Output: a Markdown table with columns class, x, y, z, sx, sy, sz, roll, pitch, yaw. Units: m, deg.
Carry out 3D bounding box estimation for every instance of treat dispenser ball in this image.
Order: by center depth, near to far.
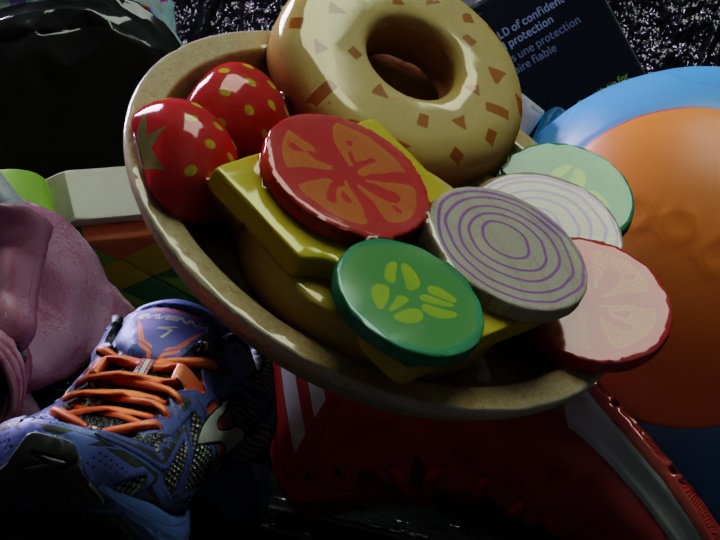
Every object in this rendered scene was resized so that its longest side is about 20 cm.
| class | x | y | z | sx | sy | sz | roll | pitch | yaw |
| --- | --- | --- | --- | --- | --- | --- | --- | --- | --- |
| treat dispenser ball | 0.141 | 0.017 | 1.071 | 0.200 | 0.202 | 0.201 | 12 | 4 | -1 |

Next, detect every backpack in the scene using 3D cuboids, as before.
| class | x | y | z | sx | sy | sz | roll | pitch | yaw |
| --- | --- | --- | --- | --- | --- | --- | --- | --- | --- |
| backpack | -0.145 | -0.100 | 1.147 | 0.166 | 0.127 | 0.200 | -14 | 29 | 0 |

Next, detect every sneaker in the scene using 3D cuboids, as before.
| class | x | y | z | sx | sy | sz | roll | pitch | yaw |
| --- | --- | --- | --- | --- | --- | --- | --- | --- | --- |
| sneaker | -0.074 | 0.048 | 0.851 | 0.075 | 0.079 | 0.200 | 12 | 4 | 9 |
| sneaker | 0.043 | 0.078 | 0.957 | 0.200 | 0.115 | 0.078 | 48 | 1 | 25 |

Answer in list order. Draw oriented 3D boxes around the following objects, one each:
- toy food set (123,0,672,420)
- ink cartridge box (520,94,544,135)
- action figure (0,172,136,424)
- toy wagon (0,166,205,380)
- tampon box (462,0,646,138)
| class | x | y | z | sx | sy | sz | roll | pitch | yaw |
| --- | --- | --- | --- | --- | --- | --- | --- | --- | --- |
| toy food set | 0.014 | -0.024 | 0.907 | 0.198 | 0.049 | 0.200 | 45 | 38 | 21 |
| ink cartridge box | 0.000 | 0.000 | 1.105 | 0.050 | 0.200 | 0.109 | 34 | 3 | -2 |
| action figure | -0.147 | 0.035 | 0.895 | 0.149 | 0.134 | 0.200 | 48 | 2 | -15 |
| toy wagon | -0.120 | -0.004 | 1.059 | 0.155 | 0.040 | 0.200 | -24 | -22 | 17 |
| tampon box | 0.081 | -0.047 | 1.301 | 0.149 | 0.201 | 0.126 | -30 | 14 | 0 |
